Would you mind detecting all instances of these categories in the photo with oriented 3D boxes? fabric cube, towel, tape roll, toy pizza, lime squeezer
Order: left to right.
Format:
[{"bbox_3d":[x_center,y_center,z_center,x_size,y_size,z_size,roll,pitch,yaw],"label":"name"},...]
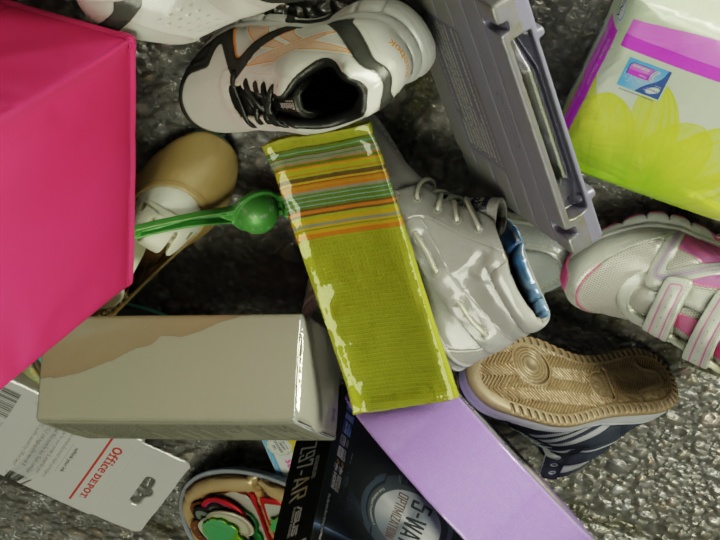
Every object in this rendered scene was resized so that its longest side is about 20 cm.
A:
[{"bbox_3d":[-0.280,-0.055,1.422,0.199,0.199,0.197,17,124,22],"label":"fabric cube"},{"bbox_3d":[-0.058,-0.025,1.542,0.199,0.071,0.038,13,151,1],"label":"lime squeezer"},{"bbox_3d":[-0.064,0.237,1.793,0.199,0.032,0.201,20,142,17],"label":"toy pizza"},{"bbox_3d":[0.000,0.000,1.474,0.086,0.018,0.201,-9,106,34],"label":"towel"},{"bbox_3d":[0.079,0.142,1.576,0.066,0.200,0.200,-42,119,0],"label":"tape roll"}]

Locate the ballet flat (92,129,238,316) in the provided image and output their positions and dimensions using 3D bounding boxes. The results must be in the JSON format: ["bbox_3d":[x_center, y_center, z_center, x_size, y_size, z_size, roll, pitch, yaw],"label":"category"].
[{"bbox_3d":[-0.152,-0.022,1.582,0.068,0.063,0.200,31,131,-15],"label":"ballet flat"}]

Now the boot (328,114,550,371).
[{"bbox_3d":[0.056,-0.037,1.483,0.095,0.074,0.201,-25,96,29],"label":"boot"}]

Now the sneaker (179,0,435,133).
[{"bbox_3d":[-0.050,-0.123,1.420,0.199,0.080,0.074,-11,119,41],"label":"sneaker"}]

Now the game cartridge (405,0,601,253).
[{"bbox_3d":[0.087,-0.116,1.407,0.038,0.130,0.201,-31,129,-11],"label":"game cartridge"}]

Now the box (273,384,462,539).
[{"bbox_3d":[0.008,0.208,1.624,0.043,0.201,0.160,-27,122,33],"label":"box"}]

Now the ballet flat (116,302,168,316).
[{"bbox_3d":[-0.134,0.074,1.666,0.199,0.069,0.068,13,136,-1],"label":"ballet flat"}]

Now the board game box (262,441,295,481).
[{"bbox_3d":[0.011,0.176,1.757,0.134,0.034,0.201,-6,132,17],"label":"board game box"}]

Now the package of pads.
[{"bbox_3d":[0.239,-0.104,1.419,0.199,0.068,0.155,18,134,-5],"label":"package of pads"}]

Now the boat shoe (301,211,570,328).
[{"bbox_3d":[0.057,0.007,1.565,0.201,0.065,0.075,-3,132,15],"label":"boat shoe"}]

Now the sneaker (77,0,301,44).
[{"bbox_3d":[-0.094,-0.189,1.416,0.199,0.074,0.080,-1,145,20],"label":"sneaker"}]

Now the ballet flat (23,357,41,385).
[{"bbox_3d":[-0.270,0.007,1.629,0.070,0.071,0.201,-8,123,18],"label":"ballet flat"}]

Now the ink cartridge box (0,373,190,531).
[{"bbox_3d":[-0.235,0.116,1.726,0.199,0.068,0.116,26,135,-13],"label":"ink cartridge box"}]

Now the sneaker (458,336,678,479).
[{"bbox_3d":[0.128,0.103,1.597,0.199,0.070,0.108,4,149,-39],"label":"sneaker"}]

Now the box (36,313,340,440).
[{"bbox_3d":[-0.121,0.078,1.571,0.199,0.078,0.095,-1,167,17],"label":"box"}]

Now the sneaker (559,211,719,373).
[{"bbox_3d":[0.237,0.021,1.514,0.199,0.088,0.082,6,135,-3],"label":"sneaker"}]
